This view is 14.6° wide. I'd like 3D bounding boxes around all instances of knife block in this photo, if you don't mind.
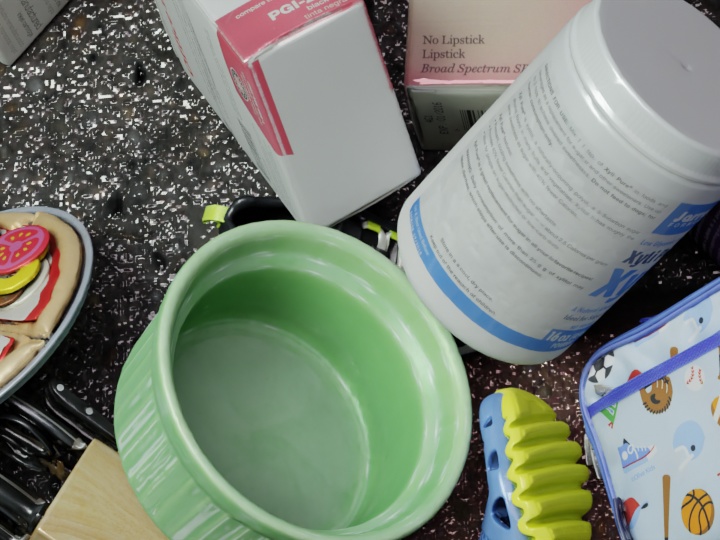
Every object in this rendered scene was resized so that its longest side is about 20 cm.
[{"bbox_3d":[-0.158,0.160,1.633,0.175,0.064,0.201,-8,69,-21],"label":"knife block"}]

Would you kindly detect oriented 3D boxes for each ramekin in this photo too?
[{"bbox_3d":[-0.044,0.081,1.618,0.199,0.098,0.201,14,58,-24],"label":"ramekin"}]

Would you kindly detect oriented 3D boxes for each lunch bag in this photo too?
[{"bbox_3d":[0.211,0.082,1.591,0.200,0.075,0.161,-32,66,41],"label":"lunch bag"}]

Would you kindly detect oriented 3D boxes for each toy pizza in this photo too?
[{"bbox_3d":[-0.249,0.028,1.683,0.199,0.032,0.201,-23,35,17],"label":"toy pizza"}]

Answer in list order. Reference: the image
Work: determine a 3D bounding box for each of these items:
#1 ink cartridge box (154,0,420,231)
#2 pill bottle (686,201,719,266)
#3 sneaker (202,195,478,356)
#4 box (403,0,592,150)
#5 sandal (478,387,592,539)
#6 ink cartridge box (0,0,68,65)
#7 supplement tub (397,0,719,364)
[{"bbox_3d":[-0.056,-0.139,1.674,0.085,0.146,0.200,-29,44,-10],"label":"ink cartridge box"},{"bbox_3d":[0.251,-0.041,1.653,0.111,0.111,0.200,-43,71,-8],"label":"pill bottle"},{"bbox_3d":[0.000,0.000,1.689,0.199,0.083,0.072,12,74,11],"label":"sneaker"},{"bbox_3d":[0.098,-0.183,1.724,0.127,0.109,0.201,0,72,8],"label":"box"},{"bbox_3d":[0.090,0.166,1.618,0.087,0.079,0.201,-20,68,33],"label":"sandal"},{"bbox_3d":[-0.201,-0.250,1.768,0.084,0.146,0.200,37,80,17],"label":"ink cartridge box"},{"bbox_3d":[0.124,-0.052,1.599,0.200,0.132,0.132,-46,65,37],"label":"supplement tub"}]
